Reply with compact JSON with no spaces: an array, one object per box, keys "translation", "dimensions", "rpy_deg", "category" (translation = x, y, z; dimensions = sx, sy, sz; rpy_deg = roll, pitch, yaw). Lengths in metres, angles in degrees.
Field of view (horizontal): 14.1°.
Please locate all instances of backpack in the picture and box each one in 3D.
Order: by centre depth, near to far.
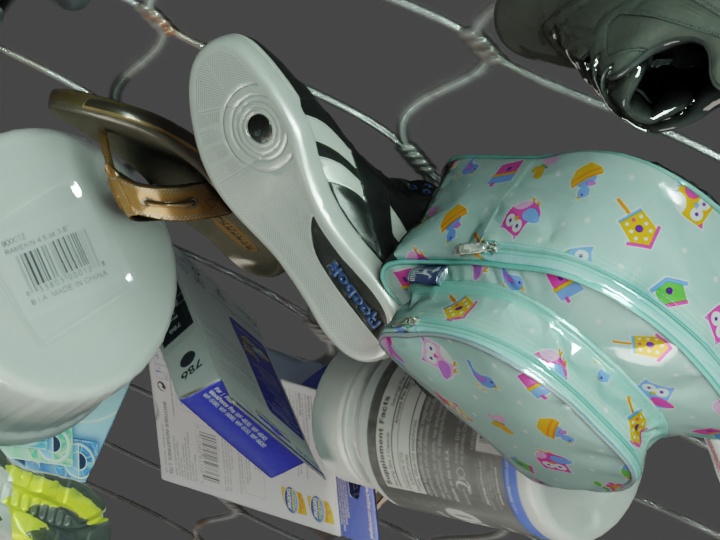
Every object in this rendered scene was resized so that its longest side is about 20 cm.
[{"translation":[0.121,0.024,1.540],"dimensions":[0.176,0.154,0.200],"rpy_deg":[44,149,-25],"category":"backpack"}]

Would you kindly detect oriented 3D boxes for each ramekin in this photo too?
[{"translation":[-0.215,0.005,1.871],"dimensions":[0.200,0.201,0.098],"rpy_deg":[36,151,-20],"category":"ramekin"}]

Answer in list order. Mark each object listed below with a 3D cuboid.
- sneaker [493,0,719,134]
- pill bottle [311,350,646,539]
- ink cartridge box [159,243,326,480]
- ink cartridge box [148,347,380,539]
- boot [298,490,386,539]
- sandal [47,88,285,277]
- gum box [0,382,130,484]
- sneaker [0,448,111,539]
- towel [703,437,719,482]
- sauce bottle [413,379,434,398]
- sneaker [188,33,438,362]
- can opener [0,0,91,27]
[{"translation":[0.122,-0.106,1.303],"dimensions":[0.076,0.091,0.200],"rpy_deg":[37,160,-29],"category":"sneaker"},{"translation":[0.071,0.102,1.841],"dimensions":[0.200,0.114,0.114],"rpy_deg":[8,152,44],"category":"pill bottle"},{"translation":[-0.089,0.067,1.924],"dimensions":[0.099,0.039,0.200],"rpy_deg":[43,-170,-33],"category":"ink cartridge box"},{"translation":[-0.062,0.116,2.082],"dimensions":[0.200,0.042,0.120],"rpy_deg":[16,123,35],"category":"ink cartridge box"},{"translation":[-0.050,0.128,2.147],"dimensions":[0.146,0.070,0.200],"rpy_deg":[41,148,-3],"category":"boot"},{"translation":[-0.119,-0.046,1.816],"dimensions":[0.082,0.055,0.200],"rpy_deg":[6,151,46],"category":"sandal"},{"translation":[-0.231,0.038,1.952],"dimensions":[0.170,0.200,0.045],"rpy_deg":[35,144,-17],"category":"gum box"},{"translation":[-0.255,0.145,1.856],"dimensions":[0.200,0.075,0.084],"rpy_deg":[36,143,-31],"category":"sneaker"},{"translation":[0.243,0.086,1.588],"dimensions":[0.200,0.030,0.147],"rpy_deg":[-10,100,60],"category":"towel"},{"translation":[0.000,0.000,1.742],"dimensions":[0.065,0.065,0.200],"rpy_deg":[4,146,48],"category":"sauce bottle"},{"translation":[-0.014,-0.050,1.650],"dimensions":[0.073,0.112,0.200],"rpy_deg":[-30,90,36],"category":"sneaker"},{"translation":[-0.201,-0.148,1.679],"dimensions":[0.067,0.053,0.200],"rpy_deg":[32,161,-9],"category":"can opener"}]
